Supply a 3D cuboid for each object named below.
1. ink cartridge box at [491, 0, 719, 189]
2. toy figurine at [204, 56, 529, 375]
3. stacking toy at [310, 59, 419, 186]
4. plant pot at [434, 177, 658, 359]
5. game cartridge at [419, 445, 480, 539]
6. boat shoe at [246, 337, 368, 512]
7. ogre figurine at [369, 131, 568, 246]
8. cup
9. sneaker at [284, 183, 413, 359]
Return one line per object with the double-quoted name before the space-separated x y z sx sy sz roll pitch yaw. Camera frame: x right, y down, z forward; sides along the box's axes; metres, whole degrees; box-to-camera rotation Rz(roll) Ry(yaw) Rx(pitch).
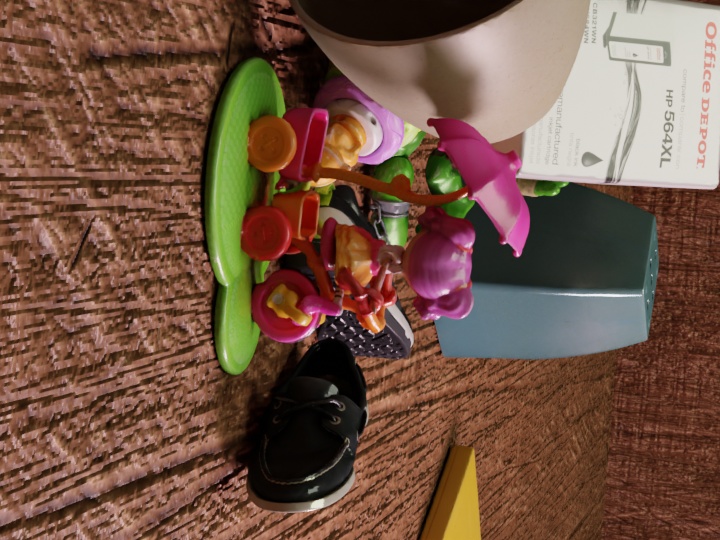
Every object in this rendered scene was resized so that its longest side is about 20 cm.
"ink cartridge box" 0.180 -0.139 1.483 0.199 0.084 0.147 1 94 -33
"toy figurine" 0.011 -0.025 1.202 0.150 0.183 0.201 -13 108 -75
"stacking toy" 0.009 -0.119 1.365 0.200 0.116 0.110 -55 150 -41
"plant pot" 0.179 -0.002 1.849 0.141 0.199 0.142 73 25 -56
"game cartridge" 0.089 0.307 1.959 0.176 0.032 0.201 -65 153 -54
"boat shoe" -0.032 0.098 1.302 0.199 0.074 0.066 -50 141 -67
"ogre figurine" 0.084 -0.103 1.535 0.098 0.199 0.120 -82 151 -63
"cup" 0.067 -0.167 1.262 0.143 0.199 0.201 63 33 -45
"sneaker" 0.000 0.000 1.396 0.200 0.071 0.083 67 31 -63
